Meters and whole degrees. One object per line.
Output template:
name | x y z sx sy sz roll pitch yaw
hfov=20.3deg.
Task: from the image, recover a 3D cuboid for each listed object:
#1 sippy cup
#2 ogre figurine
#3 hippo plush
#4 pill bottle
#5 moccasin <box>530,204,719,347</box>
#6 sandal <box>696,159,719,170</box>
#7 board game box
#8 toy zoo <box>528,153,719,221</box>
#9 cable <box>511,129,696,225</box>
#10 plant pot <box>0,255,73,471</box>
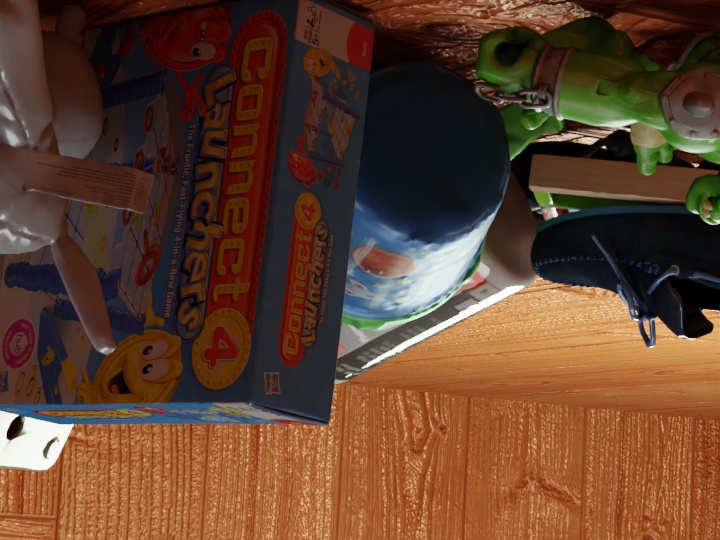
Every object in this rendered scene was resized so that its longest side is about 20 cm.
sippy cup | 0.017 -0.047 1.053 0.139 0.179 0.130 28 164 -6
ogre figurine | 0.156 -0.078 0.933 0.120 0.099 0.200 21 172 46
hippo plush | -0.172 -0.090 0.930 0.199 0.160 0.161 17 -156 2
pill bottle | 0.000 0.000 1.224 0.199 0.114 0.114 -29 158 26
moccasin | 0.179 0.004 1.099 0.199 0.069 0.080 0 165 38
sandal | 0.235 -0.063 1.158 0.075 0.048 0.200 -1 171 31
board game box | -0.092 -0.025 0.997 0.195 0.201 0.056 -4 165 42
toy zoo | 0.175 -0.027 1.183 0.130 0.021 0.200 6 169 13
cable | 0.148 -0.054 1.302 0.162 0.051 0.200 2 170 -29
plant pot | -0.246 0.013 1.149 0.176 0.201 0.200 25 -179 21
